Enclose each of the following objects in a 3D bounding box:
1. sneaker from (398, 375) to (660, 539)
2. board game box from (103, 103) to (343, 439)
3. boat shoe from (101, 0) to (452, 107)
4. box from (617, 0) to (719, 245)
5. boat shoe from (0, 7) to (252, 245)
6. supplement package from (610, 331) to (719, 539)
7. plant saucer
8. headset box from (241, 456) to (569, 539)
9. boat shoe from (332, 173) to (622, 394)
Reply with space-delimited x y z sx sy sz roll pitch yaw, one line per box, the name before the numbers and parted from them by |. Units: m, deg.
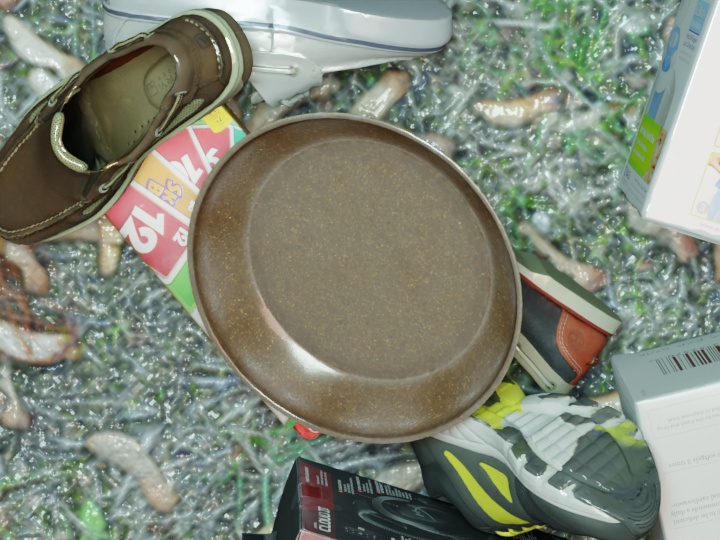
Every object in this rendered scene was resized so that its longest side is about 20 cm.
sneaker | 0.101 0.116 1.394 0.074 0.200 0.085 -26 122 -27
board game box | -0.059 0.001 1.431 0.095 0.030 0.200 -39 103 6
boat shoe | -0.048 -0.129 1.386 0.198 0.071 0.070 3 115 -2
box | 0.229 -0.117 1.372 0.101 0.113 0.201 17 100 -4
boat shoe | -0.152 -0.078 1.351 0.202 0.075 0.075 -39 84 31
supplement package | 0.227 0.143 1.423 0.116 0.117 0.201 -13 101 1
plant saucer | 0.000 0.000 1.372 0.199 0.037 0.202 9 118 18
headset box | 0.028 0.182 1.407 0.199 0.149 0.078 16 100 -6
boat shoe | 0.057 0.000 1.415 0.199 0.071 0.063 34 101 -12
